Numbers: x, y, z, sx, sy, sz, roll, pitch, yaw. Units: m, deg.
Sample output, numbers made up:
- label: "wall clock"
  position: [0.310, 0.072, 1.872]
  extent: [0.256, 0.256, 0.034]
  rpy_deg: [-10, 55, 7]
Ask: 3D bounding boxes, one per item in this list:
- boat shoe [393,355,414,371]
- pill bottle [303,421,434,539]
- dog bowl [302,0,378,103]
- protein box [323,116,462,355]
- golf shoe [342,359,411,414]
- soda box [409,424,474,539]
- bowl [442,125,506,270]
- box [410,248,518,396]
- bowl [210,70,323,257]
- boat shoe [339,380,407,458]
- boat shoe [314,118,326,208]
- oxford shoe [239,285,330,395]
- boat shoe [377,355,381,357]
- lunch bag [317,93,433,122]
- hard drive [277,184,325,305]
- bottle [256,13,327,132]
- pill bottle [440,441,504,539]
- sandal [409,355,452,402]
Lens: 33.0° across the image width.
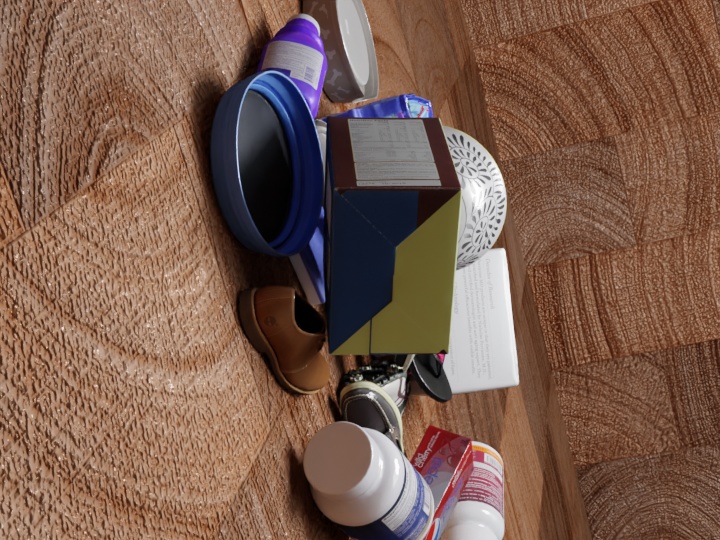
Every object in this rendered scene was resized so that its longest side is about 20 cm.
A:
- label: "boat shoe"
  position: [0.060, 0.031, 1.531]
  extent: [0.075, 0.065, 0.201]
  rpy_deg: [-62, 167, -61]
- label: "pill bottle"
  position: [0.007, 0.246, 1.382]
  extent: [0.200, 0.110, 0.112]
  rpy_deg: [55, 27, -55]
- label: "dog bowl"
  position: [-0.030, -0.341, 1.797]
  extent: [0.200, 0.058, 0.203]
  rpy_deg: [-13, 90, -75]
- label: "protein box"
  position: [0.028, -0.043, 1.345]
  extent: [0.201, 0.133, 0.201]
  rpy_deg: [-97, -172, -62]
- label: "golf shoe"
  position: [0.031, 0.166, 1.612]
  extent: [0.200, 0.076, 0.089]
  rpy_deg: [-2, 89, -74]
- label: "soda box"
  position: [0.077, 0.297, 1.530]
  extent: [0.201, 0.063, 0.070]
  rpy_deg: [-58, 152, -35]
- label: "bowl"
  position: [0.084, -0.081, 1.572]
  extent: [0.094, 0.198, 0.203]
  rpy_deg: [-45, 122, -67]
- label: "box"
  position: [0.134, 0.079, 1.781]
  extent: [0.199, 0.129, 0.203]
  rpy_deg: [153, -68, -77]
- label: "bowl"
  position: [-0.101, -0.115, 1.325]
  extent: [0.200, 0.039, 0.203]
  rpy_deg: [-4, 90, -66]
- label: "boat shoe"
  position: [0.024, 0.226, 1.532]
  extent: [0.065, 0.072, 0.201]
  rpy_deg: [-90, 162, -53]
- label: "boat shoe"
  position: [-0.040, -0.130, 1.579]
  extent: [0.201, 0.071, 0.060]
  rpy_deg: [66, 13, -51]
- label: "oxford shoe"
  position: [-0.064, 0.080, 1.326]
  extent: [0.200, 0.070, 0.072]
  rpy_deg: [58, 23, -56]
- label: "boat shoe"
  position: [0.025, 0.038, 1.682]
  extent: [0.201, 0.071, 0.076]
  rpy_deg: [63, 21, -45]
- label: "lunch bag"
  position: [0.013, -0.188, 1.659]
  extent: [0.200, 0.149, 0.095]
  rpy_deg: [11, 67, -74]
- label: "hard drive"
  position: [-0.078, -0.077, 1.475]
  extent: [0.133, 0.025, 0.201]
  rpy_deg: [-83, 156, -51]
- label: "bottle"
  position: [-0.083, -0.246, 1.475]
  extent: [0.201, 0.083, 0.066]
  rpy_deg: [-84, -171, -51]
- label: "pill bottle"
  position: [0.171, 0.374, 1.900]
  extent: [0.201, 0.108, 0.110]
  rpy_deg: [-82, 155, -53]
- label: "sandal"
  position: [0.085, 0.080, 1.633]
  extent: [0.075, 0.045, 0.202]
  rpy_deg: [-9, 79, -63]
